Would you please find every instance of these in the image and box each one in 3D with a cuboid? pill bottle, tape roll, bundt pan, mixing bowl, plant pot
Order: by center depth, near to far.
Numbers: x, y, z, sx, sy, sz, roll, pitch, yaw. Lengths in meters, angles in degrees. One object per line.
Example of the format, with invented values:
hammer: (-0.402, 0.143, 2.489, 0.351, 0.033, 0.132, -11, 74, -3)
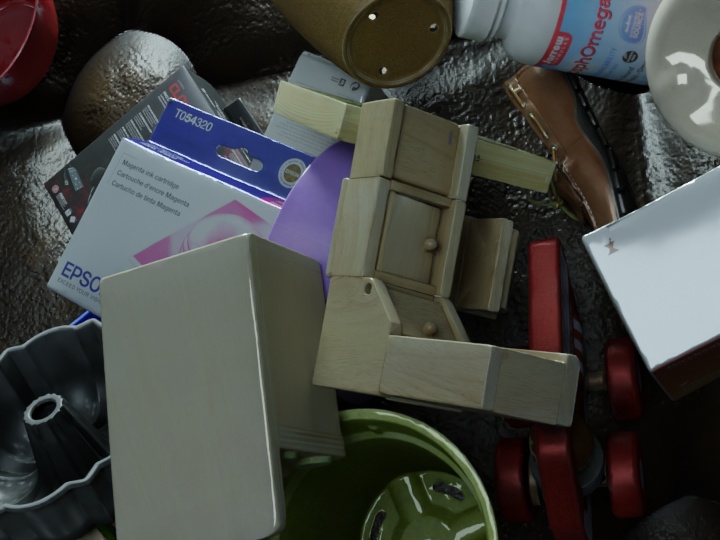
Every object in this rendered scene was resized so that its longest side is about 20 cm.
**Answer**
plant pot: (0.030, 0.215, 0.937, 0.198, 0.184, 0.203, -4, 78, 19)
bundt pan: (-0.231, 0.134, 0.938, 0.200, 0.076, 0.203, -14, 36, 10)
pill bottle: (0.180, -0.214, 0.974, 0.198, 0.109, 0.110, 7, 80, -9)
tape roll: (0.000, 0.000, 0.985, 0.084, 0.200, 0.202, 24, 87, 22)
plant pot: (0.004, -0.251, 1.008, 0.185, 0.187, 0.201, -31, 47, 11)
mixing bowl: (-0.383, -0.241, 1.219, 0.198, 0.108, 0.203, -4, 77, 18)

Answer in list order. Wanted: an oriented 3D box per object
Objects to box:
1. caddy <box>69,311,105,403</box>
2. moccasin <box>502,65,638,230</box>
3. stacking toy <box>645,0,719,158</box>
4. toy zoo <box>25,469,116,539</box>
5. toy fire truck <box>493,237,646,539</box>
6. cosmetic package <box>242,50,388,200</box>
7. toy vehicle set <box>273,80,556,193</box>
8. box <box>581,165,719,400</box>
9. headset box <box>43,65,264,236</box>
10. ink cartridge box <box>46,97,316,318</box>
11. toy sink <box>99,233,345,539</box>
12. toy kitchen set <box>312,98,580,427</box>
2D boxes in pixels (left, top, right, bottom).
caddy: (-0.195, 0.092, 1.064, 0.199, 0.105, 0.142, -39, 68, 8)
moccasin: (0.174, -0.086, 1.010, 0.077, 0.074, 0.203, -28, 72, 18)
stacking toy: (0.315, -0.169, 0.919, 0.145, 0.199, 0.148, 10, 109, 32)
toy zoo: (-0.188, 0.244, 1.011, 0.020, 0.200, 0.131, -46, 41, -10)
toy fire truck: (0.151, 0.099, 0.914, 0.111, 0.168, 0.202, -6, 54, 18)
cosmetic package: (-0.043, -0.072, 1.063, 0.081, 0.113, 0.202, 25, 86, 23)
toy vehicle set: (0.043, -0.106, 0.960, 0.124, 0.198, 0.027, 31, 107, 57)
box: (0.265, 0.008, 0.890, 0.151, 0.200, 0.107, -28, 71, 12)
headset box: (-0.175, -0.079, 1.129, 0.199, 0.075, 0.149, -37, 69, 9)
ink cartridge box: (-0.142, -0.035, 1.007, 0.195, 0.043, 0.202, 23, 85, 27)
toy sink: (-0.093, 0.095, 0.847, 0.129, 0.112, 0.202, -16, 72, 24)
toy kitchen set: (0.095, -0.002, 0.823, 0.180, 0.162, 0.202, 1, 79, 53)
